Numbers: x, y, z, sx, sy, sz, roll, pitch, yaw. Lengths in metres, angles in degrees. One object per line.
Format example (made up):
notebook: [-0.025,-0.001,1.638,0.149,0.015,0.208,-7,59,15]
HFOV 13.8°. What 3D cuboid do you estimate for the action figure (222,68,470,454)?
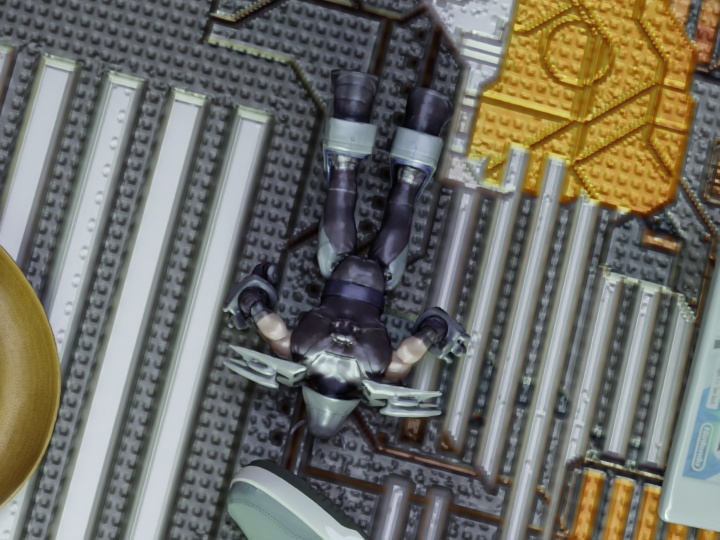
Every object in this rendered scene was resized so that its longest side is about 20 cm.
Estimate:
action figure: [0.000,0.000,1.557,0.130,0.069,0.201,15,78,-10]

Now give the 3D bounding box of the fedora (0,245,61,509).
fedora: [-0.248,0.042,1.506,0.199,0.082,0.202,2,74,-6]

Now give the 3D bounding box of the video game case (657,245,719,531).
video game case: [0.263,0.052,1.543,0.181,0.022,0.201,11,105,-4]

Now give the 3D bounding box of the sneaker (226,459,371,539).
sneaker: [-0.028,0.203,1.493,0.121,0.084,0.200,-38,83,-24]
